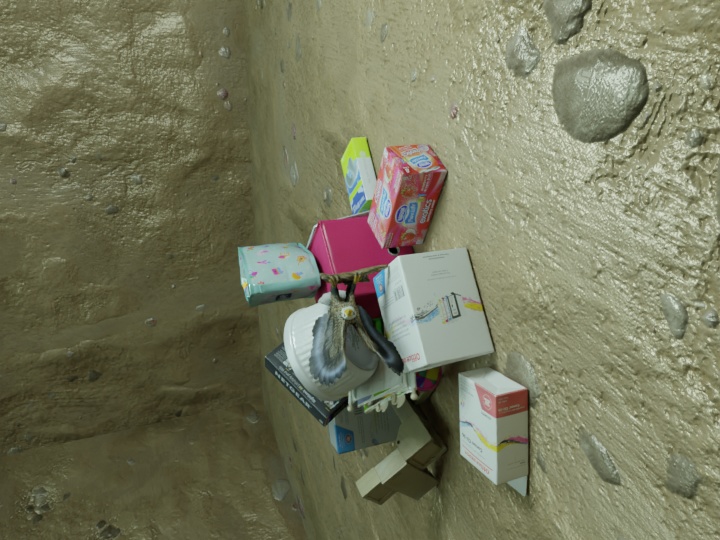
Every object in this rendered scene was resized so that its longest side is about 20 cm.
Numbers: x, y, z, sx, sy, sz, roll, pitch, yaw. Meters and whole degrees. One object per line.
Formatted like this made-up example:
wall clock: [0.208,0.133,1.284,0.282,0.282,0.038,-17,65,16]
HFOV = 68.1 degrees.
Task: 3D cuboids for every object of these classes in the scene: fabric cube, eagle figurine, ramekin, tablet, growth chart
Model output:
fabric cube: [0.000,0.000,1.254,0.200,0.199,0.197,122,137,-61]
eagle figurine: [-0.018,0.099,0.952,0.151,0.151,0.201,-14,81,28]
ramekin: [-0.050,0.152,1.082,0.105,0.200,0.201,-30,63,25]
tablet: [-0.032,-0.100,1.301,0.014,0.200,0.130,65,156,18]
growth chart: [0.040,0.224,1.095,0.200,0.018,0.145,-25,46,39]

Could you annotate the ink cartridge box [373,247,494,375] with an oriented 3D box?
ink cartridge box: [0.132,0.080,1.000,0.147,0.144,0.200,137,122,-65]

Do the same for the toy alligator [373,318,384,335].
toy alligator: [0.041,0.075,1.391,0.054,0.059,0.200,16,-121,-67]

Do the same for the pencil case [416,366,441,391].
pencil case: [0.093,0.218,1.159,0.200,0.088,0.089,-22,77,62]

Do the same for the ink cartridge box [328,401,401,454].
ink cartridge box: [0.021,0.357,1.340,0.085,0.200,0.145,-173,76,-73]

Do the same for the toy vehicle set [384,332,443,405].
toy vehicle set: [0.119,0.193,1.237,0.124,0.026,0.200,111,145,-45]

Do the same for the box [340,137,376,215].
box: [0.002,-0.227,1.383,0.122,0.048,0.200,132,128,-65]

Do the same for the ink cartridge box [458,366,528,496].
ink cartridge box: [0.229,0.285,0.927,0.116,0.067,0.201,-158,62,-67]

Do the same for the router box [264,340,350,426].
router box: [-0.092,0.224,1.202,0.200,0.157,0.052,41,146,20]

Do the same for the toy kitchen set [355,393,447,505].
toy kitchen set: [0.088,0.415,1.243,0.163,0.200,0.181,44,-173,-42]

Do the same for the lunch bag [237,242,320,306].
lunch bag: [-0.192,0.012,1.245,0.200,0.170,0.122,-136,42,-63]

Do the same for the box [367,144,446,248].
box: [0.090,-0.149,1.093,0.200,0.099,0.096,104,151,-45]
